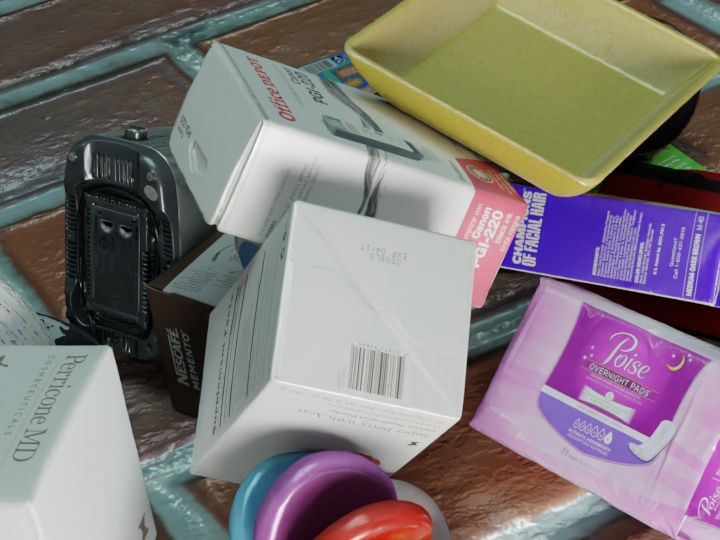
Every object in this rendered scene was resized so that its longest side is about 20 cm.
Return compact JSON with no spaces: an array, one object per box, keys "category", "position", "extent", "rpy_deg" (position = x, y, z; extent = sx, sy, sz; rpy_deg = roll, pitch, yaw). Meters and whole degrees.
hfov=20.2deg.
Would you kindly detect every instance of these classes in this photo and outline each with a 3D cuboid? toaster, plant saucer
[{"category":"toaster","position":[-0.148,-0.020,1.547],"extent":[0.114,0.200,0.129],"rpy_deg":[14,22,34]},{"category":"plant saucer","position":[0.117,-0.131,1.388],"extent":[0.200,0.048,0.200],"rpy_deg":[31,44,20]}]

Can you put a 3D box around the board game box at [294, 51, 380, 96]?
[{"category":"board game box","position":[0.049,-0.150,1.813],"extent":[0.152,0.045,0.200],"rpy_deg":[-20,33,-17]}]

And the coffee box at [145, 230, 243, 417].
[{"category":"coffee box","position":[-0.059,0.015,1.514],"extent":[0.080,0.114,0.200],"rpy_deg":[16,39,35]}]

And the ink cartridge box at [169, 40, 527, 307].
[{"category":"ink cartridge box","position":[-0.011,-0.064,1.337],"extent":[0.200,0.085,0.146],"rpy_deg":[15,21,-25]}]

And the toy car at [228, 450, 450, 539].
[{"category":"toy car","position":[-0.010,0.180,1.201],"extent":[0.175,0.150,0.200],"rpy_deg":[-24,34,-21]}]

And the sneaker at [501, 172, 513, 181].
[{"category":"sneaker","position":[0.075,-0.082,1.616],"extent":[0.200,0.131,0.080],"rpy_deg":[12,37,31]}]

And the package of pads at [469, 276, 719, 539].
[{"category":"package of pads","position":[0.175,0.090,1.321],"extent":[0.076,0.121,0.200],"rpy_deg":[23,2,-45]}]

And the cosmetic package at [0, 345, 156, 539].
[{"category":"cosmetic package","position":[-0.258,0.158,1.292],"extent":[0.200,0.166,0.167],"rpy_deg":[0,33,13]}]

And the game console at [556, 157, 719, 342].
[{"category":"game console","position":[0.274,-0.011,1.469],"extent":[0.200,0.119,0.172],"rpy_deg":[15,70,40]}]

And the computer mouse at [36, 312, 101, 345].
[{"category":"computer mouse","position":[-0.278,0.066,1.508],"extent":[0.200,0.139,0.053],"rpy_deg":[16,52,14]}]

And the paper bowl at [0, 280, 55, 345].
[{"category":"paper bowl","position":[-0.303,0.071,1.409],"extent":[0.201,0.201,0.104],"rpy_deg":[-1,33,13]}]

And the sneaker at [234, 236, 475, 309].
[{"category":"sneaker","position":[0.000,0.000,1.436],"extent":[0.200,0.072,0.073],"rpy_deg":[18,63,-25]}]

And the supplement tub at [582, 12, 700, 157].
[{"category":"supplement tub","position":[0.168,-0.155,1.555],"extent":[0.107,0.107,0.200],"rpy_deg":[-21,21,-17]}]

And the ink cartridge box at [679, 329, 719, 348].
[{"category":"ink cartridge box","position":[0.264,0.066,1.402],"extent":[0.200,0.048,0.146],"rpy_deg":[19,42,39]}]

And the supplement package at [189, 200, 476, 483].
[{"category":"supplement package","position":[-0.021,0.058,1.274],"extent":[0.121,0.200,0.120],"rpy_deg":[12,65,-14]}]

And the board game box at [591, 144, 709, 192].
[{"category":"board game box","position":[0.229,-0.068,1.649],"extent":[0.096,0.030,0.200],"rpy_deg":[-21,31,-17]}]

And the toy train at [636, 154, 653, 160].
[{"category":"toy train","position":[0.177,-0.157,1.694],"extent":[0.200,0.085,0.114],"rpy_deg":[12,52,21]}]

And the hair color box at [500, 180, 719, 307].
[{"category":"hair color box","position":[0.182,-0.018,1.371],"extent":[0.200,0.065,0.109],"rpy_deg":[9,2,38]}]
